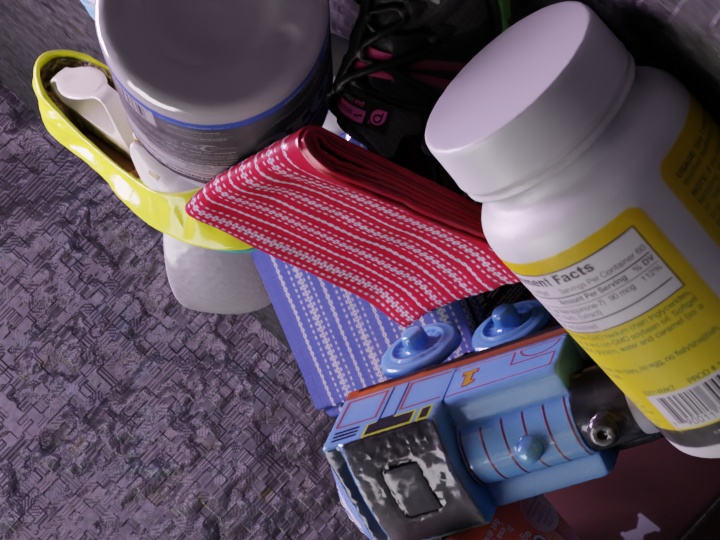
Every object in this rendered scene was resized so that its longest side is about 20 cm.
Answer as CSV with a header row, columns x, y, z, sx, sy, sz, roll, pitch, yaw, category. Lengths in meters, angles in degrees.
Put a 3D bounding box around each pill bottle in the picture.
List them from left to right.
x,y,z,sx,sy,sz,roll,pitch,yaw,category
-0.070,-0.107,1.267,0.114,0.114,0.200,42,172,8,pill bottle
0.128,-0.019,1.128,0.200,0.114,0.114,47,172,-21,pill bottle

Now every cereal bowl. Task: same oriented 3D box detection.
x,y,z,sx,sy,sz,roll,pitch,yaw,category
-0.062,-0.064,1.673,0.083,0.200,0.200,10,163,14,cereal bowl

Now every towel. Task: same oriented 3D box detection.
x,y,z,sx,sy,sz,roll,pitch,yaw,category
0.000,0.000,1.411,0.200,0.024,0.145,-26,87,59,towel
0.001,-0.018,1.241,0.145,0.023,0.200,26,164,-15,towel

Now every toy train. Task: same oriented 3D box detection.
x,y,z,sx,sy,sz,roll,pitch,yaw,category
0.082,0.069,1.261,0.087,0.200,0.114,61,-153,-22,toy train

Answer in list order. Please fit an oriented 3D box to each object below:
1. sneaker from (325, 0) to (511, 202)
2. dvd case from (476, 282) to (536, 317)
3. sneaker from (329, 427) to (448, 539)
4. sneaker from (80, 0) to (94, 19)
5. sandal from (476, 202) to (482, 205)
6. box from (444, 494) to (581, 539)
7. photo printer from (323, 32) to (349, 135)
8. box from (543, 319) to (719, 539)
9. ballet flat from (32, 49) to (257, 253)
x,y,z,sx,sy,sz,roll,pitch,yaw,category
0.026,-0.100,1.212,0.077,0.084,0.200,22,139,37,sneaker
0.118,0.063,1.512,0.200,0.146,0.022,48,168,-34,dvd case
0.046,0.156,1.404,0.200,0.079,0.089,41,175,29,sneaker
-0.158,-0.202,1.752,0.131,0.080,0.200,51,179,-37,sneaker
0.065,-0.073,1.334,0.080,0.057,0.201,40,155,19,sandal
0.045,0.215,1.328,0.103,0.095,0.200,50,133,8,box
-0.046,-0.107,1.480,0.166,0.070,0.200,21,178,7,photo printer
0.183,0.123,1.422,0.166,0.164,0.200,38,171,38,box
-0.126,-0.075,1.452,0.200,0.067,0.067,34,159,37,ballet flat
